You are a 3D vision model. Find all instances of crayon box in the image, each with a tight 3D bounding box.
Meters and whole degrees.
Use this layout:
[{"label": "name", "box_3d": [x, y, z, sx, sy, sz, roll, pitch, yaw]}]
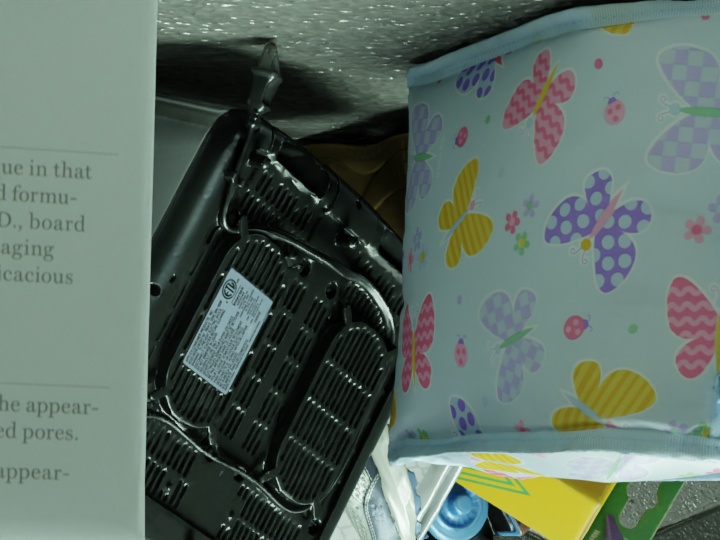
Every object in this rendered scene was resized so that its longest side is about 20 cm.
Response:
[{"label": "crayon box", "box_3d": [0.093, 0.067, 1.378, 0.199, 0.126, 0.052, 32, 138, 8]}]

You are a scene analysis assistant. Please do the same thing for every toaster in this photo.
[{"label": "toaster", "box_3d": [-0.071, 0.026, 1.051, 0.118, 0.201, 0.181, 17, 164, 39]}]

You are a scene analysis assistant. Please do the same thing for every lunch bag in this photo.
[{"label": "lunch bag", "box_3d": [0.101, -0.004, 0.941, 0.126, 0.171, 0.200, 6, 171, -23]}]

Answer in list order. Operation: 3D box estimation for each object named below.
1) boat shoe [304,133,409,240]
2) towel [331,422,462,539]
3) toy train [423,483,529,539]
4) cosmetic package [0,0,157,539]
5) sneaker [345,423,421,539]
[{"label": "boat shoe", "box_3d": [0.040, -0.034, 1.149, 0.069, 0.071, 0.200, -8, -167, -29]}, {"label": "towel", "box_3d": [-0.036, 0.075, 1.325, 0.190, 0.201, 0.032, 29, -157, 2]}, {"label": "toy train", "box_3d": [0.045, 0.079, 1.516, 0.114, 0.201, 0.087, -33, -171, -26]}, {"label": "cosmetic package", "box_3d": [-0.160, -0.007, 0.839, 0.164, 0.202, 0.165, 2, 173, -14]}, {"label": "sneaker", "box_3d": [-0.038, 0.067, 1.249, 0.085, 0.201, 0.077, -29, -167, -5]}]
